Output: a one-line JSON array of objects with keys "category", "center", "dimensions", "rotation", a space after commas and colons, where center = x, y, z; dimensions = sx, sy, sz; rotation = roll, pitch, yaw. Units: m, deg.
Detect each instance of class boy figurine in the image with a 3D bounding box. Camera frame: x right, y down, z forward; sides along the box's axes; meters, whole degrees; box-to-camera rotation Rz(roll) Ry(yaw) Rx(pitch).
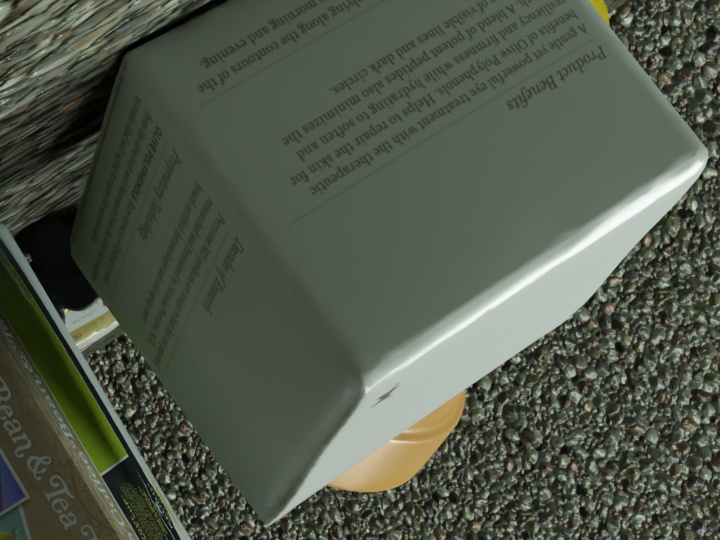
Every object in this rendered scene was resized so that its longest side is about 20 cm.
[{"category": "boy figurine", "center": [-0.172, 0.001, 1.263], "dimensions": [0.124, 0.065, 0.200], "rotation": [-41, 176, 9]}]

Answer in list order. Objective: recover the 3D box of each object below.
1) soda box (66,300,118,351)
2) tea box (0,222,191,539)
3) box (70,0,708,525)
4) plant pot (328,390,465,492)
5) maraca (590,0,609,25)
[{"category": "soda box", "center": [-0.248, 0.049, 1.514], "dimensions": [0.068, 0.064, 0.200], "rotation": [-32, 179, -36]}, {"category": "tea box", "center": [-0.186, 0.091, 0.939], "dimensions": [0.133, 0.201, 0.197], "rotation": [-31, 179, -1]}, {"category": "box", "center": [0.005, -0.029, 0.901], "dimensions": [0.198, 0.172, 0.200], "rotation": [-32, 168, -25]}, {"category": "plant pot", "center": [0.000, 0.000, 1.103], "dimensions": [0.140, 0.200, 0.200], "rotation": [-47, 172, 29]}, {"category": "maraca", "center": [0.089, -0.135, 1.124], "dimensions": [0.200, 0.106, 0.138], "rotation": [-49, 151, -61]}]
